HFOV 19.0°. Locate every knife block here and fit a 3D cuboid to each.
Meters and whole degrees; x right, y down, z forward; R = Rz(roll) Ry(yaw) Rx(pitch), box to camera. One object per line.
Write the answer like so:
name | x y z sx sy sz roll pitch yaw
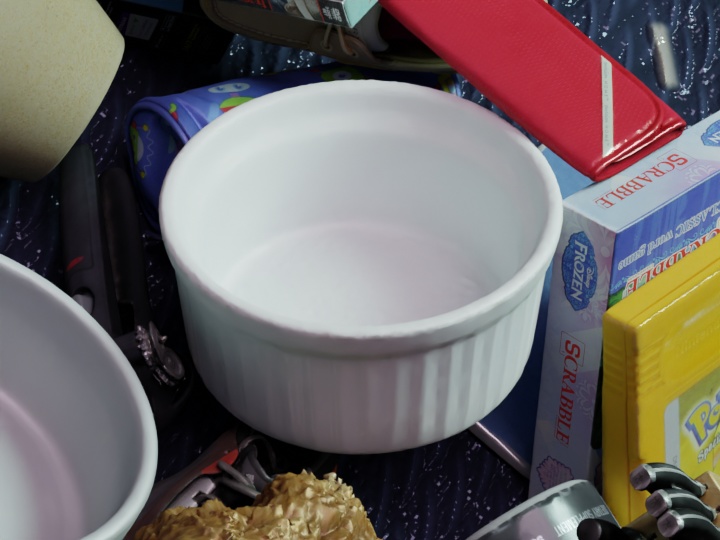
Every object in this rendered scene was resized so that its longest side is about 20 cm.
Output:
knife block | 0.164 0.136 1.048 0.176 0.064 0.200 51 14 -19

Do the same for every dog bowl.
dog bowl | -0.197 0.077 0.972 0.199 0.079 0.200 23 35 -17

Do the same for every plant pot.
plant pot | -0.231 -0.136 1.118 0.200 0.187 0.188 33 52 -19

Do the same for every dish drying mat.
dish drying mat | 0.077 -0.123 1.134 0.077 0.018 0.200 -31 62 -30

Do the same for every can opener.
can opener | -0.134 0.011 1.116 0.063 0.078 0.201 44 27 -49

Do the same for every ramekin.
ramekin | 0.000 0.000 1.088 0.199 0.098 0.201 0 41 0

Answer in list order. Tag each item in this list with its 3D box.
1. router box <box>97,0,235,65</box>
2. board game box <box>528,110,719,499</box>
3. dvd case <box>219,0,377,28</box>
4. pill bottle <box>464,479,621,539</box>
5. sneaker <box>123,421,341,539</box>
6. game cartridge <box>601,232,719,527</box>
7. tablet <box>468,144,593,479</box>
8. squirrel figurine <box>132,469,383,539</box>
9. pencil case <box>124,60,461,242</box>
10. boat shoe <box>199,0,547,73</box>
router box | -0.144 -0.228 1.272 0.149 0.051 0.201 10 59 -18
board game box | 0.178 0.016 1.176 0.200 0.200 0.041 -29 46 -35
dvd case | -0.049 -0.196 1.179 0.199 0.022 0.146 14 48 33
pill bottle | 0.125 0.215 1.088 0.106 0.106 0.200 -23 72 -33
sneaker | -0.077 0.121 1.071 0.077 0.082 0.200 42 53 5
game cartridge | 0.196 0.073 1.162 0.032 0.201 0.176 27 44 38
tablet | 0.107 0.020 1.257 0.130 0.014 0.200 41 54 4
squirrel figurine | -0.035 0.196 0.983 0.186 0.141 0.201 12 96 -26
pencil case | -0.034 -0.073 1.209 0.199 0.078 0.087 -15 43 -30
boat shoe | 0.008 -0.149 1.193 0.199 0.074 0.069 3 21 -2
